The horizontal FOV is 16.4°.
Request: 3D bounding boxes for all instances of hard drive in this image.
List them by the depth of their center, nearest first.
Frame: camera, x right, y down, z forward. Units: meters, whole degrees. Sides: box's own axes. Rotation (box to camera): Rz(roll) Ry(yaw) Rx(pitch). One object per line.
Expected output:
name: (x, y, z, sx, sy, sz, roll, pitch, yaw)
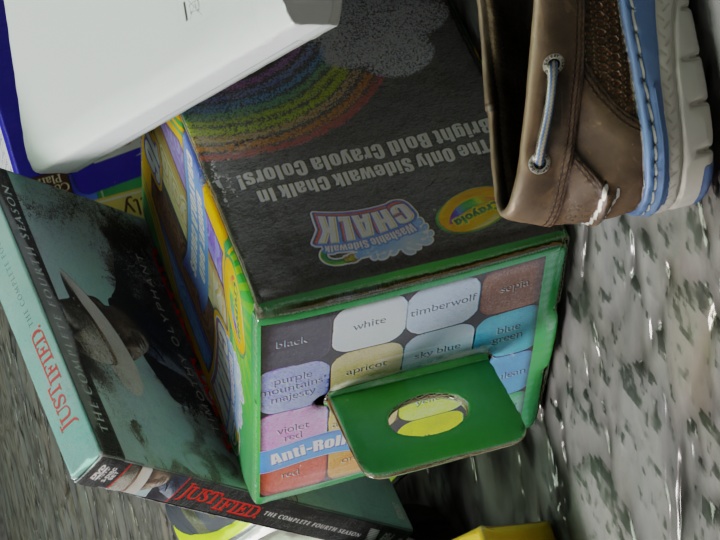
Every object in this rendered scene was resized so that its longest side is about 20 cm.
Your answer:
hard drive: (-0.077, -0.123, 0.913, 0.200, 0.026, 0.132, -22, 75, 56)

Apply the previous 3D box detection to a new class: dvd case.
dvd case: (-0.068, 0.039, 1.020, 0.200, 0.022, 0.146, 20, -143, -50)

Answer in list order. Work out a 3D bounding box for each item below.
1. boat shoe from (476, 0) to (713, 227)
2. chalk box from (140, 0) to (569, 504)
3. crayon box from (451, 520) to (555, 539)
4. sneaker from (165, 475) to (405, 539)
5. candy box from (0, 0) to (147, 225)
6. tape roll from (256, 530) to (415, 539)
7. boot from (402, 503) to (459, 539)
boat shoe: (0.052, -0.110, 0.750, 0.072, 0.072, 0.201, 177, 79, -76)
chalk box: (0.000, 0.000, 0.961, 0.124, 0.124, 0.200, 95, 158, -52)
crayon box: (0.015, 0.218, 1.024, 0.200, 0.058, 0.173, -29, 70, 33)
sneaker: (-0.038, 0.080, 1.194, 0.200, 0.074, 0.081, -30, 90, 51)
candy box: (-0.092, -0.106, 1.124, 0.077, 0.169, 0.200, 107, 146, -69)
tape roll: (-0.009, 0.212, 1.102, 0.202, 0.037, 0.203, -2, 86, 36)
boot: (0.013, 0.212, 1.203, 0.158, 0.079, 0.212, 153, 113, -70)
